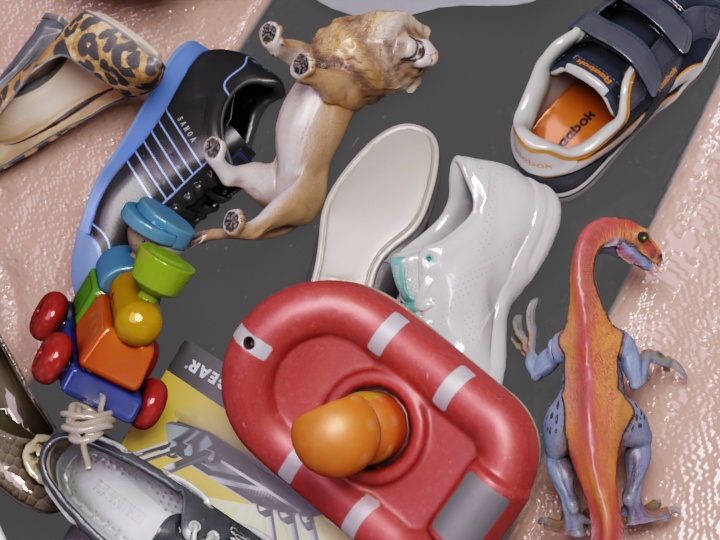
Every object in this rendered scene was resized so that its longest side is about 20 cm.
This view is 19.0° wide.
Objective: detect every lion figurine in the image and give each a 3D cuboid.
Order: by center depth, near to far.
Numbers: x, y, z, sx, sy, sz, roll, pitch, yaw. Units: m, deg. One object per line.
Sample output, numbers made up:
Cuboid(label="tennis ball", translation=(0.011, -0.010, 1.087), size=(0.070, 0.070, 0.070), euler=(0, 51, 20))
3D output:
Cuboid(label="lion figurine", translation=(-0.033, -0.091, 1.419), size=(0.072, 0.122, 0.200), euler=(39, 102, 33))

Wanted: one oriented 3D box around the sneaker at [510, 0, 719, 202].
Cuboid(label="sneaker", translation=(0.171, -0.136, 1.383), size=(0.078, 0.079, 0.200), euler=(33, 83, 21))

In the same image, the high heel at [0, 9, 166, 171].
Cuboid(label="high heel", translation=(-0.205, -0.102, 1.435), size=(0.143, 0.071, 0.200), euler=(-56, 30, -10))

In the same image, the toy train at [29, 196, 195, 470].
Cuboid(label="toy train", translation=(-0.140, 0.035, 1.318), size=(0.085, 0.200, 0.116), euler=(27, 104, -18))

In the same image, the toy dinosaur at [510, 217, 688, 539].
Cuboid(label="toy dinosaur", translation=(0.155, 0.065, 1.296), size=(0.105, 0.200, 0.182), euler=(-4, 104, -3))

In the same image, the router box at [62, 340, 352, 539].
Cuboid(label="router box", translation=(-0.067, 0.161, 1.368), size=(0.200, 0.052, 0.157), euler=(28, 83, 20))

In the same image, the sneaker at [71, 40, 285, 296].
Cuboid(label="sneaker", translation=(-0.121, -0.059, 1.437), size=(0.078, 0.070, 0.200), euler=(19, 78, 26))

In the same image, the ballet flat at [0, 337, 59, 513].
Cuboid(label="ballet flat", translation=(-0.244, 0.074, 1.424), size=(0.046, 0.067, 0.200), euler=(-47, 61, 23))

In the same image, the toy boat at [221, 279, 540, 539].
Cuboid(label="toy boat", translation=(0.000, 0.092, 1.263), size=(0.200, 0.131, 0.131), euler=(38, 102, 19))

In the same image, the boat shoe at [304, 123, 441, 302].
Cuboid(label="boat shoe", translation=(0.000, 0.000, 1.403), size=(0.067, 0.057, 0.200), euler=(18, 73, 12))

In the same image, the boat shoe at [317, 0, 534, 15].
Cuboid(label="boat shoe", translation=(0.049, -0.208, 1.446), size=(0.200, 0.057, 0.069), euler=(6, 116, 26))

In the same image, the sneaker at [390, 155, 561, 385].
Cuboid(label="sneaker", translation=(0.050, 0.025, 1.347), size=(0.075, 0.088, 0.200), euler=(3, 71, 60))

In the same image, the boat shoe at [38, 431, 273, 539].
Cuboid(label="boat shoe", translation=(-0.117, 0.166, 1.318), size=(0.200, 0.060, 0.076), euler=(28, 83, 20))

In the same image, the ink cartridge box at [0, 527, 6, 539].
Cuboid(label="ink cartridge box", translation=(-0.309, 0.236, 1.392), size=(0.198, 0.043, 0.200), euler=(-26, 73, -5))
